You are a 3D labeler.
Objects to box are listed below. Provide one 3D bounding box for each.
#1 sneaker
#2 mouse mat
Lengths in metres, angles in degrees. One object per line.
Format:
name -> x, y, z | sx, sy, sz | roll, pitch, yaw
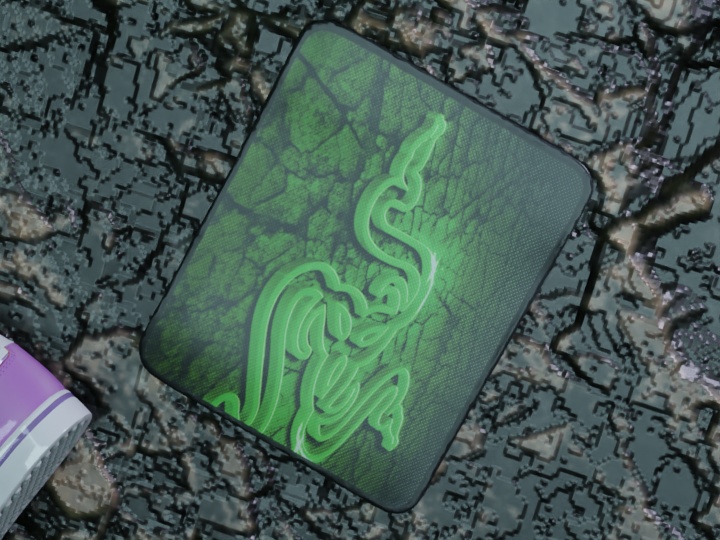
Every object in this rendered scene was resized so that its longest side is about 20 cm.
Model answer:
sneaker -> -0.235, 0.111, 1.042 | 0.114, 0.073, 0.201 | 39, 93, 5
mouse mat -> 0.000, 0.000, 1.012 | 0.160, 0.008, 0.201 | 29, 104, 4
